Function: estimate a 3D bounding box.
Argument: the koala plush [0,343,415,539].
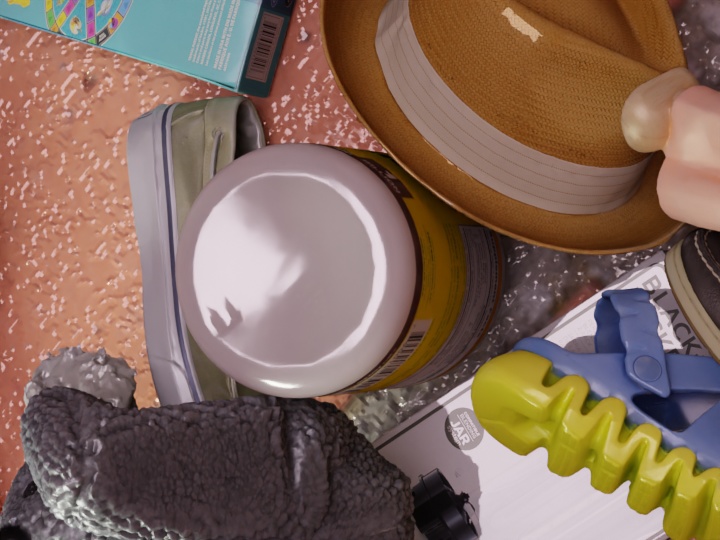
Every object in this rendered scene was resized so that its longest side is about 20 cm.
[{"bbox_3d":[-0.094,0.123,1.256,0.200,0.183,0.179,4,104,56],"label":"koala plush"}]

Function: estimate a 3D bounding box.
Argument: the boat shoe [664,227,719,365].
[{"bbox_3d":[0.215,0.046,1.187,0.200,0.073,0.065,47,122,17],"label":"boat shoe"}]

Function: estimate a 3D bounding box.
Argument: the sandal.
[{"bbox_3d":[0.151,0.074,1.201,0.199,0.080,0.087,34,64,4],"label":"sandal"}]

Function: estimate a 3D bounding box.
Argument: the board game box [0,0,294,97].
[{"bbox_3d":[-0.121,-0.187,1.371,0.199,0.047,0.152,18,94,18],"label":"board game box"}]

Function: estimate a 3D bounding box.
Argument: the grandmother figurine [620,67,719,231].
[{"bbox_3d":[0.198,-0.025,1.127,0.200,0.121,0.061,26,79,50],"label":"grandmother figurine"}]

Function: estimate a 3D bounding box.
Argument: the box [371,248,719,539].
[{"bbox_3d":[0.095,0.089,1.287,0.199,0.060,0.117,-33,80,15],"label":"box"}]

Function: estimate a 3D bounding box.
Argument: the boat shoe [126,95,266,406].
[{"bbox_3d":[-0.067,0.011,1.335,0.062,0.072,0.201,-16,82,27],"label":"boat shoe"}]

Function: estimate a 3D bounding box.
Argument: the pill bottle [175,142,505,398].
[{"bbox_3d":[0.000,0.000,1.246,0.109,0.200,0.110,0,90,18],"label":"pill bottle"}]

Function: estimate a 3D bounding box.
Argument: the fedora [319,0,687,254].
[{"bbox_3d":[0.082,-0.102,1.226,0.201,0.200,0.082,48,137,13],"label":"fedora"}]
